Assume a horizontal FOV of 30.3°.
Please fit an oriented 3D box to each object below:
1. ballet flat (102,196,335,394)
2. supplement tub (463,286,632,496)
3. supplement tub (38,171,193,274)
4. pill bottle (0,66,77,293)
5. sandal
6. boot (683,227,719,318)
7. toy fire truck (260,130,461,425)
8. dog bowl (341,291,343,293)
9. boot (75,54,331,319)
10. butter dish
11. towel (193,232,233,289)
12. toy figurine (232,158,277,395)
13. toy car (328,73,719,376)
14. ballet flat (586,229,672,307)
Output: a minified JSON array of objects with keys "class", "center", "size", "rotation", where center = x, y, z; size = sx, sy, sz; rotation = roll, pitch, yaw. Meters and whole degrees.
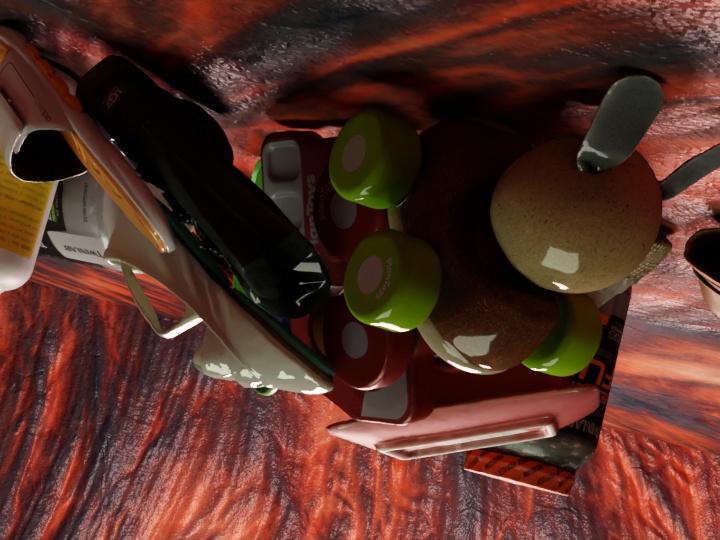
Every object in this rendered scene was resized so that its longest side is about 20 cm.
[{"class":"ballet flat","center":[-0.099,0.031,0.881],"size":[0.200,0.069,0.069],"rotation":[42,-176,25]},{"class":"supplement tub","center":[0.160,0.089,1.168],"size":[0.122,0.201,0.123],"rotation":[14,172,2]},{"class":"supplement tub","center":[-0.241,-0.069,1.084],"size":[0.199,0.123,0.122],"rotation":[9,170,31]},{"class":"pill bottle","center":[-0.277,-0.055,0.967],"size":[0.104,0.201,0.104],"rotation":[14,172,2]},{"class":"sandal","center":[-0.198,-0.078,0.860],"size":[0.207,0.059,0.079],"rotation":[47,165,22]},{"class":"boot","center":[0.325,0.018,0.901],"size":[0.200,0.077,0.155],"rotation":[18,171,34]},{"class":"toy fire truck","center":[-0.003,0.001,0.914],"size":[0.112,0.201,0.168],"rotation":[-7,-174,-43]},{"class":"dog bowl","center":[0.007,0.001,1.296],"size":[0.199,0.074,0.200],"rotation":[15,172,2]},{"class":"boot","center":[-0.085,-0.045,0.883],"size":[0.200,0.066,0.165],"rotation":[41,-175,29]},{"class":"butter dish","center":[0.075,0.061,1.022],"size":[0.199,0.148,0.199],"rotation":[-10,167,8]},{"class":"towel","center":[-0.179,-0.031,1.307],"size":[0.200,0.023,0.145],"rotation":[39,180,20]},{"class":"toy figurine","center":[0.000,0.000,1.125],"size":[0.183,0.201,0.150],"rotation":[-3,-159,-21]},{"class":"toy car","center":[0.110,-0.045,0.741],"size":[0.164,0.158,0.200],"rotation":[16,144,-37]},{"class":"ballet flat","center":[0.167,0.001,1.040],"size":[0.070,0.066,0.200],"rotation":[15,173,-25]}]
